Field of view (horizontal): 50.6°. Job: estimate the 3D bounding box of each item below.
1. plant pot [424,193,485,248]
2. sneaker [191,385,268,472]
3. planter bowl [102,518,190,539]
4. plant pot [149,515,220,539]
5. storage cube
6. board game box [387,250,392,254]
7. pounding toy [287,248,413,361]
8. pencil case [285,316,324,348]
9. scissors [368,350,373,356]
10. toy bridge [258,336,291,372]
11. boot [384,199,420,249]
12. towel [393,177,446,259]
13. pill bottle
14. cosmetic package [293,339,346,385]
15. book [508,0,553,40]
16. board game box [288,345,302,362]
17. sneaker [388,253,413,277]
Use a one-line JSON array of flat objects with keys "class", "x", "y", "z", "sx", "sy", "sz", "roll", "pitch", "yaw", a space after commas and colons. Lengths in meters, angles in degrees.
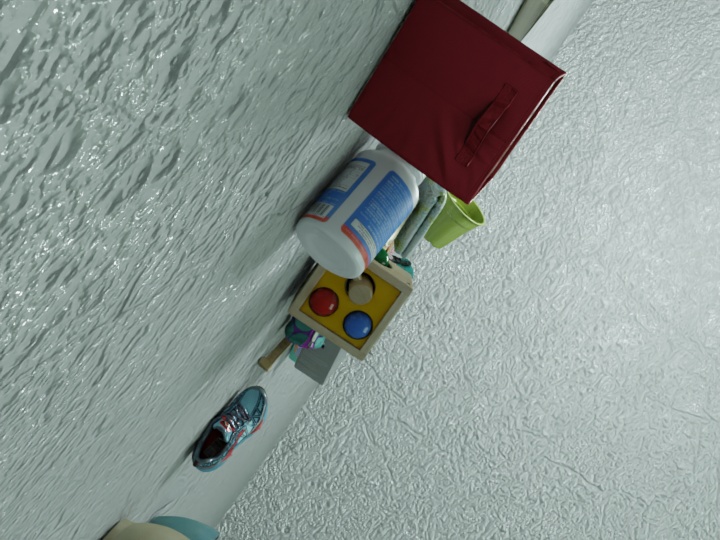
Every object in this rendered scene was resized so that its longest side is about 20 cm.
[{"class": "plant pot", "x": 0.320, "y": -0.182, "z": 2.776, "sx": 0.190, "sy": 0.200, "sz": 0.200, "roll": -44, "pitch": 179, "yaw": 27}, {"class": "sneaker", "x": -0.251, "y": 0.310, "z": 1.490, "sx": 0.200, "sy": 0.079, "sz": 0.096, "roll": -52, "pitch": 172, "yaw": -16}, {"class": "planter bowl", "x": -0.386, "y": 0.507, "z": 1.278, "sx": 0.200, "sy": 0.135, "sz": 0.200, "roll": -53, "pitch": 175, "yaw": -7}, {"class": "plant pot", "x": -0.412, "y": 0.601, "z": 1.614, "sx": 0.200, "sy": 0.135, "sz": 0.200, "roll": -52, "pitch": 174, "yaw": -8}, {"class": "storage cube", "x": 0.121, "y": -0.213, "z": 0.918, "sx": 0.171, "sy": 0.180, "sz": 0.200, "roll": -56, "pitch": 173, "yaw": 25}, {"class": "board game box", "x": 0.091, "y": -0.106, "z": 1.957, "sx": 0.152, "sy": 0.046, "sz": 0.200, "roll": -53, "pitch": 174, "yaw": -10}, {"class": "pounding toy", "x": -0.016, "y": 0.020, "z": 1.297, "sx": 0.200, "sy": 0.184, "sz": 0.142, "roll": -55, "pitch": -174, "yaw": 13}, {"class": "pencil case", "x": -0.068, "y": 0.062, "z": 1.463, "sx": 0.200, "sy": 0.085, "sz": 0.093, "roll": -58, "pitch": -148, "yaw": 28}, {"class": "scissors", "x": -0.029, "y": 0.082, "z": 1.409, "sx": 0.073, "sy": 0.200, "sz": 0.014, "roll": -43, "pitch": -167, "yaw": 25}, {"class": "toy bridge", "x": -0.139, "y": 0.126, "z": 1.565, "sx": 0.200, "sy": 0.027, "sz": 0.067, "roll": -52, "pitch": 175, "yaw": -21}, {"class": "boot", "x": 0.055, "y": -0.102, "z": 1.564, "sx": 0.156, "sy": 0.073, "sz": 0.200, "roll": -54, "pitch": 176, "yaw": 9}, {"class": "towel", "x": 0.129, "y": -0.146, "z": 1.671, "sx": 0.172, "sy": 0.048, "sz": 0.200, "roll": -93, "pitch": -153, "yaw": -48}, {"class": "pill bottle", "x": 0.011, "y": -0.095, "z": 1.055, "sx": 0.200, "sy": 0.112, "sz": 0.112, "roll": -50, "pitch": 173, "yaw": -23}, {"class": "cosmetic package", "x": -0.060, "y": 0.140, "z": 1.663, "sx": 0.107, "sy": 0.090, "sz": 0.200, "roll": -42, "pitch": 159, "yaw": -57}, {"class": "book", "x": 0.385, "y": -0.572, "z": 1.638, "sx": 0.200, "sy": 0.048, "sz": 0.134, "roll": -52, "pitch": 178, "yaw": -37}, {"class": "board game box", "x": -0.090, "y": 0.125, "z": 1.862, "sx": 0.200, "sy": 0.045, "sz": 0.152, "roll": -50, "pitch": 173, "yaw": -35}, {"class": "sneaker", "x": 0.072, "y": 0.001, "z": 1.816, "sx": 0.084, "sy": 0.120, "sz": 0.200, "roll": -61, "pitch": -170, "yaw": 7}]
